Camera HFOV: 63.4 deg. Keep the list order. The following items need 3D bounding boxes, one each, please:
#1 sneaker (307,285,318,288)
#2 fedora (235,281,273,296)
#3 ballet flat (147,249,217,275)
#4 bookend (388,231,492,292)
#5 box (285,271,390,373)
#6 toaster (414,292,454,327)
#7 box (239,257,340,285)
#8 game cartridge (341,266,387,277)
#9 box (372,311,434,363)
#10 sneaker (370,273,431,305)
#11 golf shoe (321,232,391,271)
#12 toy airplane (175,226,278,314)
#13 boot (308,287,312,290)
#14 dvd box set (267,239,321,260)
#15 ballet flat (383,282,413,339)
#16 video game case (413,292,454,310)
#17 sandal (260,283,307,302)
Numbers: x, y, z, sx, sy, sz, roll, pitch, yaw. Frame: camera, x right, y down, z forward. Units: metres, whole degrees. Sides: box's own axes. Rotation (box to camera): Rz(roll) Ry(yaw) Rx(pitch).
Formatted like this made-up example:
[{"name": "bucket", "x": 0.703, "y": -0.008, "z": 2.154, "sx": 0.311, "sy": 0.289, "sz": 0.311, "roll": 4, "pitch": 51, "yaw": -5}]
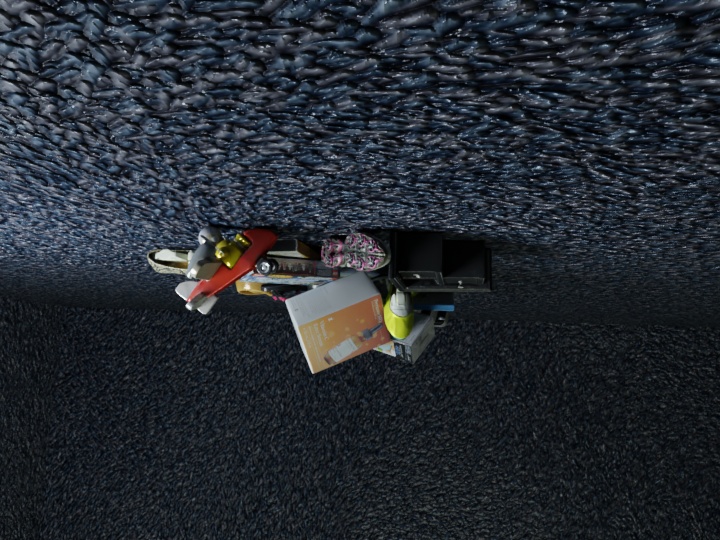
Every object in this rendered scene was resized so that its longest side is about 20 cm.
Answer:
[{"name": "sneaker", "x": -0.128, "y": 0.007, "z": 1.537, "sx": 0.082, "sy": 0.070, "sz": 0.200, "roll": 32, "pitch": 176, "yaw": -1}, {"name": "fedora", "x": -0.265, "y": 0.023, "z": 1.506, "sx": 0.199, "sy": 0.082, "sz": 0.201, "roll": 4, "pitch": 176, "yaw": 0}, {"name": "ballet flat", "x": -0.412, "y": -0.023, "z": 1.370, "sx": 0.198, "sy": 0.068, "sz": 0.075, "roll": 2, "pitch": 156, "yaw": 13}, {"name": "bookend", "x": 0.165, "y": -0.014, "z": 1.158, "sx": 0.198, "sy": 0.093, "sz": 0.199, "roll": 0, "pitch": 171, "yaw": 9}, {"name": "box", "x": -0.049, "y": 0.116, "z": 1.335, "sx": 0.199, "sy": 0.153, "sz": 0.106, "roll": -22, "pitch": -144, "yaw": -9}, {"name": "toaster", "x": 0.144, "y": 0.091, "z": 1.691, "sx": 0.199, "sy": 0.120, "sz": 0.180, "roll": 11, "pitch": -179, "yaw": 41}, {"name": "box", "x": -0.161, "y": 0.003, "z": 1.314, "sx": 0.199, "sy": 0.040, "sz": 0.137, "roll": 4, "pitch": 171, "yaw": -24}, {"name": "game cartridge", "x": 0.000, "y": 0.000, "z": 1.496, "sx": 0.132, "sy": 0.041, "sz": 0.200, "roll": -4, "pitch": 170, "yaw": 14}, {"name": "box", "x": 0.070, "y": 0.145, "z": 1.442, "sx": 0.199, "sy": 0.060, "sz": 0.117, "roll": 14, "pitch": -138, "yaw": 31}, {"name": "sneaker", "x": 0.090, "y": 0.035, "z": 1.458, "sx": 0.199, "sy": 0.075, "sz": 0.085, "roll": -2, "pitch": -156, "yaw": -26}, {"name": "golf shoe", "x": 0.006, "y": -0.038, "z": 1.135, "sx": 0.092, "sy": 0.073, "sz": 0.200, "roll": 0, "pitch": -176, "yaw": -33}, {"name": "toy airplane", "x": -0.271, "y": -0.014, "z": 1.114, "sx": 0.199, "sy": 0.142, "sz": 0.200, "roll": -32, "pitch": -179, "yaw": -41}, {"name": "boot", "x": -0.116, "y": 0.081, "z": 1.714, "sx": 0.077, "sy": 0.139, "sz": 0.200, "roll": -3, "pitch": 169, "yaw": 32}, {"name": "dvd box set", "x": -0.176, "y": -0.035, "z": 1.309, "sx": 0.145, "sy": 0.030, "sz": 0.200, "roll": 0, "pitch": 170, "yaw": 14}, {"name": "ballet flat", "x": 0.089, "y": 0.056, "z": 1.298, "sx": 0.066, "sy": 0.201, "sz": 0.067, "roll": 5, "pitch": 138, "yaw": 1}, {"name": "video game case", "x": 0.168, "y": 0.053, "z": 1.527, "sx": 0.142, "sy": 0.018, "sz": 0.200, "roll": 1, "pitch": -157, "yaw": 4}, {"name": "sandal", "x": -0.183, "y": 0.056, "z": 1.448, "sx": 0.075, "sy": 0.045, "sz": 0.200, "roll": 2, "pitch": 177, "yaw": 17}]
